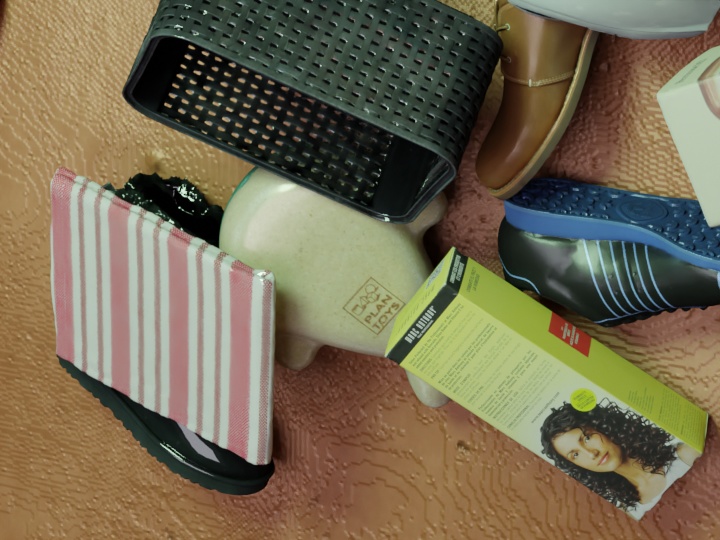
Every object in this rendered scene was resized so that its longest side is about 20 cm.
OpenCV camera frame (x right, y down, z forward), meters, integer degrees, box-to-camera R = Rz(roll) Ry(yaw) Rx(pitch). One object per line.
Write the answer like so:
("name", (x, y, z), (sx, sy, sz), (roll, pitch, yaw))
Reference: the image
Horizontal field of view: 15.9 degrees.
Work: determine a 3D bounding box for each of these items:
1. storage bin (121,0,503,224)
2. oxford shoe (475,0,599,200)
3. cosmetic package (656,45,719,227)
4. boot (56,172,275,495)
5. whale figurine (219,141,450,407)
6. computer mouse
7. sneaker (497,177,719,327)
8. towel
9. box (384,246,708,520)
("storage bin", (-0.030, -0.122, 1.570), (0.199, 0.094, 0.135), (25, 159, -8))
("oxford shoe", (0.107, -0.139, 1.589), (0.071, 0.071, 0.201), (16, 111, -18))
("cosmetic package", (0.280, -0.103, 1.430), (0.200, 0.103, 0.087), (-19, 101, 31))
("boot", (-0.117, 0.039, 1.775), (0.198, 0.073, 0.163), (38, 122, 19))
("whale figurine", (0.000, 0.000, 1.699), (0.200, 0.104, 0.159), (37, 103, -13))
("computer mouse", (0.178, -0.167, 1.523), (0.199, 0.044, 0.110), (5, 111, -5))
("sneaker", (0.180, -0.001, 1.614), (0.199, 0.070, 0.078), (15, 123, 26))
("towel", (-0.129, 0.028, 1.699), (0.200, 0.030, 0.147), (26, 130, 31))
("box", (0.119, 0.072, 1.634), (0.200, 0.050, 0.075), (32, 123, -7))
